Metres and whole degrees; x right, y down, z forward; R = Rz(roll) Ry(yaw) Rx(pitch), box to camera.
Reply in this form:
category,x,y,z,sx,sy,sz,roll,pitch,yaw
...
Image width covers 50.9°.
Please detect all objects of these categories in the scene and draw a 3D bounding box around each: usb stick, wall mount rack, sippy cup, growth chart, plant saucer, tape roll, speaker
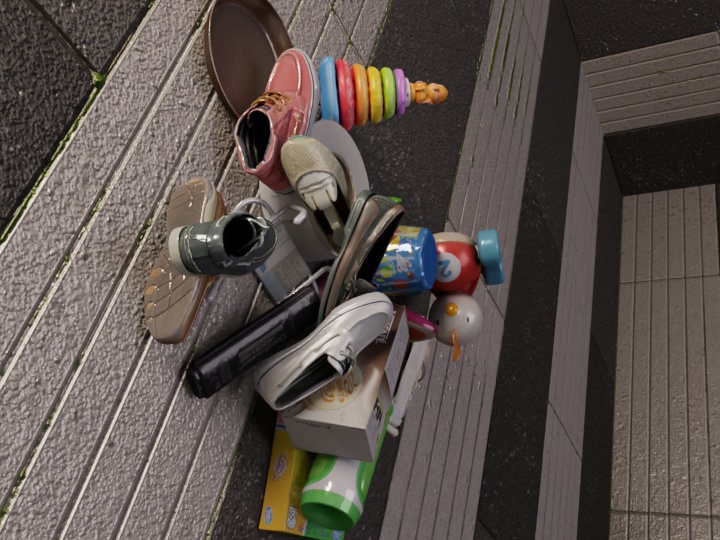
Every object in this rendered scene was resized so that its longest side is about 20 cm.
category,x,y,z,sx,sy,sz,roll,pitch,yaw
usb stick,-0.125,0.084,0.924,0.200,0.033,0.056,-35,133,-34
wall mount rack,-0.117,0.013,0.985,0.174,0.074,0.201,-42,126,-17
sippy cup,0.051,-0.017,1.207,0.140,0.129,0.178,-72,152,-42
growth chart,0.076,0.168,1.194,0.145,0.018,0.201,65,43,-64
plant saucer,-0.148,-0.279,1.020,0.200,0.032,0.202,16,71,-59
tape roll,-0.062,-0.114,1.103,0.202,0.070,0.204,18,70,-59
speaker,-0.014,0.240,1.020,0.089,0.088,0.201,60,37,-36

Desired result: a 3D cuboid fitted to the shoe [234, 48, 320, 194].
category,x,y,z,sx,sy,sz,roll,pitch,yaw
shoe,-0.107,-0.205,0.975,0.091,0.071,0.202,25,67,-63

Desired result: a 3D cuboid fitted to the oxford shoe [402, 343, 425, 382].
category,x,y,z,sx,sy,sz,roll,pitch,yaw
oxford shoe,0.075,0.152,1.293,0.200,0.072,0.072,38,52,-53

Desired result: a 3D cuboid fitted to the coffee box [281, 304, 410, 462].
category,x,y,z,sx,sy,sz,roll,pitch,yaw
coffee box,-0.012,0.139,0.999,0.080,0.114,0.201,78,26,-44

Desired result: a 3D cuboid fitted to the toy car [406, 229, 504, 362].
category,x,y,z,sx,sy,sz,roll,pitch,yaw
toy car,0.158,0.053,1.298,0.177,0.183,0.201,58,27,-64

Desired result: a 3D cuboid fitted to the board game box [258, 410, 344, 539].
category,x,y,z,sx,sy,sz,roll,pitch,yaw
board game box,-0.066,0.266,1.051,0.153,0.040,0.201,38,52,-52

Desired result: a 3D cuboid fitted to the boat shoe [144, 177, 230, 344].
category,x,y,z,sx,sy,sz,roll,pitch,yaw
boat shoe,-0.185,-0.007,0.859,0.072,0.075,0.201,44,49,-52

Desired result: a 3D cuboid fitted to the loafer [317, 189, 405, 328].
category,x,y,z,sx,sy,sz,roll,pitch,yaw
loafer,0.000,0.000,0.966,0.072,0.063,0.201,3,104,-71

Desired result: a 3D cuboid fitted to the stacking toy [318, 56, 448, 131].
category,x,y,z,sx,sy,sz,roll,pitch,yaw
stacking toy,0.037,-0.272,1.167,0.116,0.198,0.111,123,-38,-83

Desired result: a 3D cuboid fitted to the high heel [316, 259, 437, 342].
category,x,y,z,sx,sy,sz,roll,pitch,yaw
high heel,0.026,0.038,1.110,0.068,0.199,0.096,92,19,-53

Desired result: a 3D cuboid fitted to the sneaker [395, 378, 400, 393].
category,x,y,z,sx,sy,sz,roll,pitch,yaw
sneaker,0.016,0.164,1.185,0.079,0.089,0.201,-57,153,-42

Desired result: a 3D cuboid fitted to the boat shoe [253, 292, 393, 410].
category,x,y,z,sx,sy,sz,roll,pitch,yaw
boat shoe,-0.034,0.106,0.931,0.067,0.199,0.074,48,-9,48

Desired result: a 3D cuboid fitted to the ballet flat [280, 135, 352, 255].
category,x,y,z,sx,sy,sz,roll,pitch,yaw
ballet flat,-0.040,-0.089,0.971,0.200,0.067,0.063,57,11,-48

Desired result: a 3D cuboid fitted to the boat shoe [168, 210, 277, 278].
category,x,y,z,sx,sy,sz,roll,pitch,yaw
boat shoe,-0.131,-0.030,0.834,0.200,0.061,0.073,-16,95,-69
